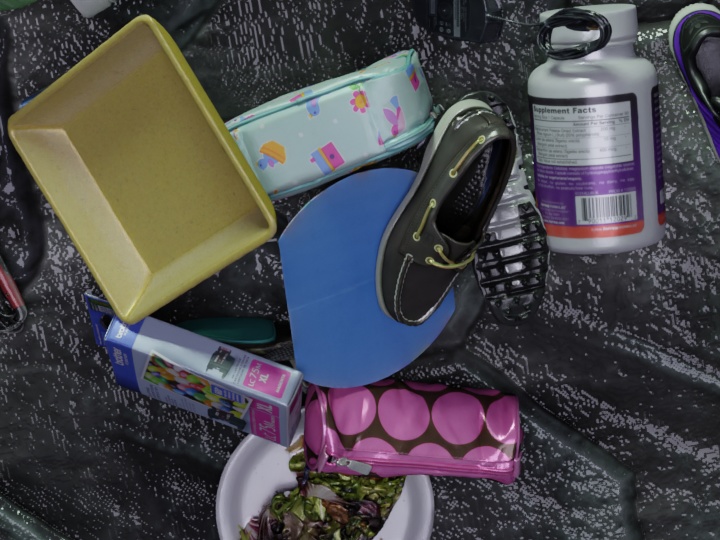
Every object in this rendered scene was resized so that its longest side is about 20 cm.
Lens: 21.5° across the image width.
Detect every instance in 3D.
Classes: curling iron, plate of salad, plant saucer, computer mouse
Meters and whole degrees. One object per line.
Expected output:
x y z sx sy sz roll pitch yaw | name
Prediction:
-0.346 -0.033 1.665 0.049 0.026 0.201 -20 101 0 | curling iron
-0.032 0.220 1.717 0.199 0.048 0.201 0 102 -2 | plate of salad
-0.169 -0.083 1.537 0.200 0.048 0.200 -30 92 38 | plant saucer
0.127 -0.213 1.586 0.199 0.034 0.059 18 117 35 | computer mouse

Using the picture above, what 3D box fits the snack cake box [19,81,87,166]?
-0.193 -0.084 1.638 0.115 0.067 0.201 -26 101 5 | snack cake box

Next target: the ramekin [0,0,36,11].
-0.291 -0.307 1.525 0.200 0.200 0.098 -50 139 8 | ramekin

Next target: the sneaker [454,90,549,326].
0.117 -0.051 1.637 0.066 0.091 0.201 -12 87 -4 | sneaker

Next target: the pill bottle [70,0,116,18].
-0.163 -0.295 1.571 0.199 0.111 0.112 -30 101 4 | pill bottle

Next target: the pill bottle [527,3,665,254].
0.200 -0.122 1.617 0.111 0.111 0.201 -5 102 0 | pill bottle

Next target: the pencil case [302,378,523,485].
0.048 0.145 1.662 0.199 0.094 0.091 3 116 -14 | pencil case

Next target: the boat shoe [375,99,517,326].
0.070 -0.038 1.559 0.071 0.061 0.202 8 113 -31 | boat shoe

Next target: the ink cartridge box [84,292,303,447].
-0.147 0.087 1.634 0.199 0.119 0.042 22 69 7 | ink cartridge box

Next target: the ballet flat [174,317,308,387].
-0.067 0.073 1.674 0.199 0.072 0.072 -6 102 0 | ballet flat

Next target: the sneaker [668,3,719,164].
0.327 -0.131 1.623 0.069 0.100 0.201 -32 100 7 | sneaker

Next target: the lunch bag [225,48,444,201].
-0.028 -0.118 1.591 0.199 0.160 0.077 -19 97 9 | lunch bag

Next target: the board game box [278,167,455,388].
0.000 0.000 1.606 0.157 0.039 0.201 -21 123 -22 | board game box
